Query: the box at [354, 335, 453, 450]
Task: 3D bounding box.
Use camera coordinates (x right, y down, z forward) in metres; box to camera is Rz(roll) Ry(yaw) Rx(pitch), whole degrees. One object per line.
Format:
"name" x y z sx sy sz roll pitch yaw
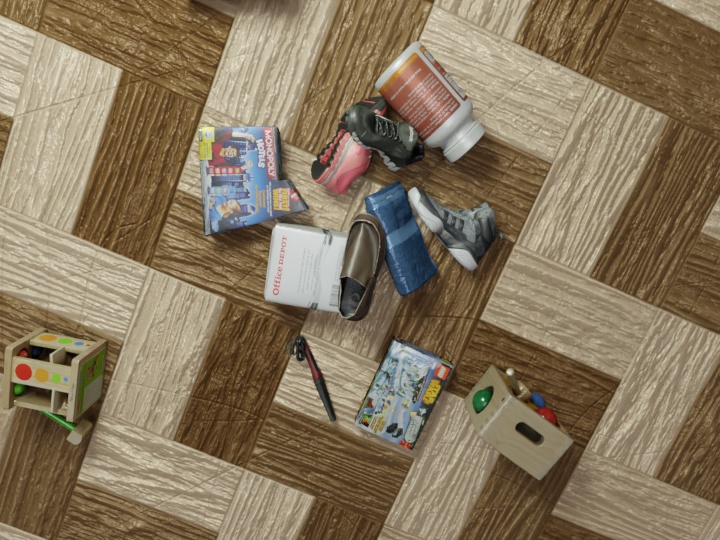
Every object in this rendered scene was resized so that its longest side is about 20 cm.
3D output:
"box" 0.088 0.253 1.186 0.135 0.040 0.202 24 100 -4

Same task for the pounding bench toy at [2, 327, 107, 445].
"pounding bench toy" -0.613 0.236 1.140 0.153 0.124 0.203 10 102 -2

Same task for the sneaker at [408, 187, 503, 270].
"sneaker" 0.185 -0.104 1.098 0.114 0.076 0.200 -42 104 7

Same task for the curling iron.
"curling iron" -0.097 0.224 1.184 0.049 0.025 0.202 -33 107 -31

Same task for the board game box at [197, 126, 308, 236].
"board game box" -0.198 -0.168 1.090 0.196 0.062 0.203 0 101 -1

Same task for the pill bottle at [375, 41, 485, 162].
"pill bottle" 0.129 -0.297 1.037 0.112 0.112 0.200 -42 98 8

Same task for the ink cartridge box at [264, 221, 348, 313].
"ink cartridge box" -0.074 -0.004 1.110 0.197 0.086 0.149 10 101 -1

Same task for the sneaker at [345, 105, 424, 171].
"sneaker" 0.052 -0.238 1.008 0.089 0.199 0.068 -5 72 32

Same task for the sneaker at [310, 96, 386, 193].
"sneaker" -0.009 -0.234 1.084 0.087 0.074 0.201 35 93 -38

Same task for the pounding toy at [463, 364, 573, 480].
"pounding toy" 0.299 0.268 1.115 0.199 0.184 0.143 36 99 -7

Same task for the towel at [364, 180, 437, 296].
"towel" 0.077 -0.061 1.087 0.048 0.111 0.202 -12 104 39

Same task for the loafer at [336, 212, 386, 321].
"loafer" 0.000 0.000 1.026 0.072 0.071 0.203 9 102 13
